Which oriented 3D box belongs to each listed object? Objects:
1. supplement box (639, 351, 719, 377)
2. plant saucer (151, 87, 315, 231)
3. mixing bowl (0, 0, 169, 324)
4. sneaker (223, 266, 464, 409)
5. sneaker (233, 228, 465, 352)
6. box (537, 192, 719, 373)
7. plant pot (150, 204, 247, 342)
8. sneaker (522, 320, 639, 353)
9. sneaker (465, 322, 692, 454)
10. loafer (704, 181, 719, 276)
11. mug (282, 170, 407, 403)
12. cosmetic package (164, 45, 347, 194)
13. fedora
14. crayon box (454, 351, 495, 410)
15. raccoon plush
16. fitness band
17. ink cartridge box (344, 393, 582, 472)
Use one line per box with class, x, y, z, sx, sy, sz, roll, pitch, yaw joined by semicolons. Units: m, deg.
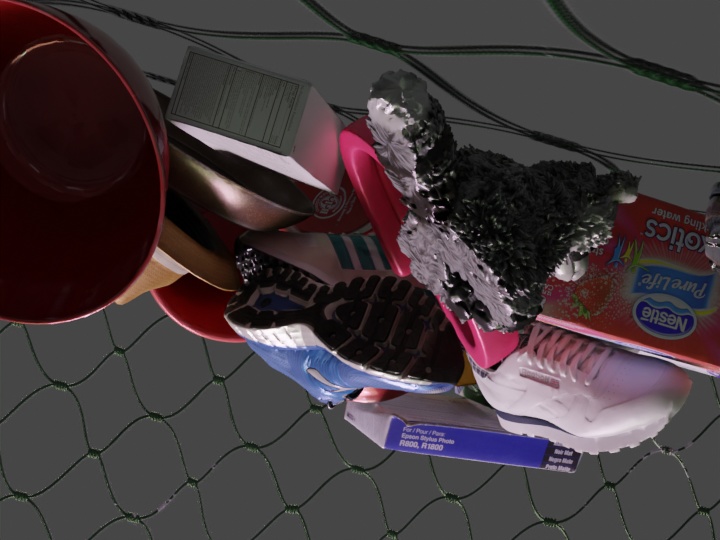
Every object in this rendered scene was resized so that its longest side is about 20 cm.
supplement box;0.230;0.018;1.047;0.198;0.105;0.101;14;179;29
plant saucer;-0.125;-0.086;0.940;0.199;0.035;0.200;32;-171;-6
mixing bowl;-0.198;-0.081;0.764;0.198;0.202;0.109;15;-154;5
sneaker;-0.005;0.055;0.905;0.198;0.079;0.090;13;146;39
sneaker;0.000;0.000;0.980;0.198;0.094;0.071;20;142;7
box;0.200;0.005;0.867;0.198;0.101;0.095;17;179;-12
plant pot;-0.141;-0.050;1.225;0.198;0.203;0.177;16;-171;-26
sneaker;0.136;0.014;0.975;0.199;0.076;0.092;39;140;9
sneaker;0.154;0.080;0.918;0.199;0.076;0.081;-6;120;53
loafer;0.243;-0.004;0.730;0.071;0.064;0.200;15;179;26
mug;-0.008;-0.010;1.120;0.132;0.179;0.201;-16;137;0
cosmetic package;-0.059;-0.095;0.818;0.082;0.051;0.200;20;180;7
fedora;-0.178;-0.033;0.926;0.200;0.082;0.201;44;-175;-4
crayon box;0.089;0.035;1.220;0.051;0.203;0.126;-7;-174;-17
raccoon plush;0.092;-0.057;0.700;0.096;0.134;0.201;32;156;33
fitness band;0.049;-0.020;0.849;0.144;0.037;0.201;42;163;55
ink cartridge box;0.102;0.153;1.165;0.197;0.041;0.200;9;-179;-15
